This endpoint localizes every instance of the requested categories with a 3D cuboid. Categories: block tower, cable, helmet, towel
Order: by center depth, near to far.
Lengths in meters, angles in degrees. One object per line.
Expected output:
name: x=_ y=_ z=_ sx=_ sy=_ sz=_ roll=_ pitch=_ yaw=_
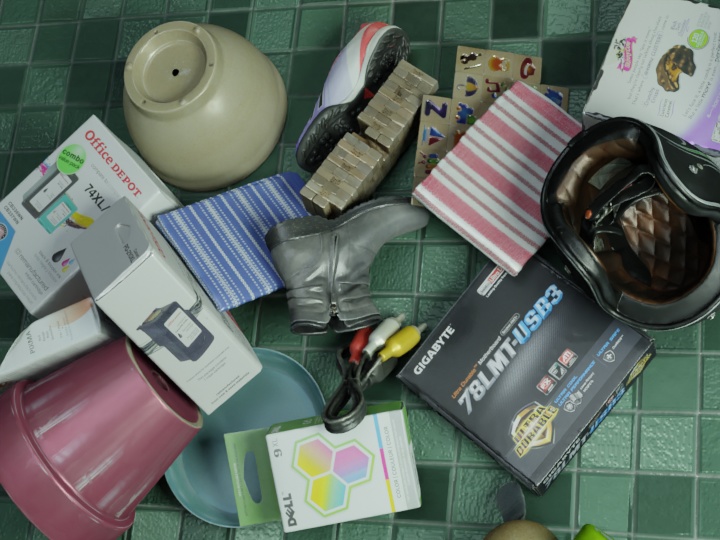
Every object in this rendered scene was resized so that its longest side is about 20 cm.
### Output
helmet: x=0.291 y=-0.041 z=1.362 sx=0.199 sy=0.190 sz=0.201 roll=-33 pitch=37 yaw=29
cable: x=-0.007 y=0.103 z=1.428 sx=0.096 sy=0.200 sz=0.051 roll=-1 pitch=112 yaw=28
towel: x=0.169 y=-0.101 z=1.471 sx=0.146 sy=0.030 sz=0.200 roll=39 pitch=68 yaw=12
towel: x=-0.113 y=-0.035 z=1.519 sx=0.199 sy=0.024 sz=0.145 roll=-21 pitch=60 yaw=-35
block tower: x=0.013 y=-0.142 z=1.547 sx=0.054 sy=0.058 sz=0.201 roll=33 pitch=77 yaw=16

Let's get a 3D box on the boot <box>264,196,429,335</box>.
boot: x=0.000 y=0.000 z=1.486 sx=0.198 sy=0.070 sz=0.133 roll=-15 pitch=71 yaw=-16

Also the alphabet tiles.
alphabet tiles: x=0.148 y=-0.155 z=1.519 sx=0.165 sy=0.008 sz=0.202 roll=8 pitch=71 yaw=-1

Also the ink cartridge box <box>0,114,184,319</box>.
ink cartridge box: x=-0.312 y=-0.042 z=1.578 sx=0.200 sy=0.146 sz=0.147 roll=-44 pitch=64 yaw=-2

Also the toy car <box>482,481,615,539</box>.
toy car: x=0.172 y=0.302 z=1.322 sx=0.165 sy=0.157 sz=0.200 roll=-54 pitch=39 yaw=2

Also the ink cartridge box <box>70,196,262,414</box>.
ink cartridge box: x=-0.210 y=0.037 z=1.462 sx=0.084 sy=0.200 sz=0.145 roll=-39 pitch=34 yaw=-1

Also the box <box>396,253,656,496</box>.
box: x=0.173 y=0.098 z=1.426 sx=0.198 sy=0.050 sz=0.200 roll=38 pitch=84 yaw=25

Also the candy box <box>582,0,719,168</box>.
candy box: x=0.356 y=-0.194 z=1.446 sx=0.198 sy=0.072 sz=0.169 roll=20 pitch=74 yaw=15

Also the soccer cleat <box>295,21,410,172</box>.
soccer cleat: x=-0.019 y=-0.205 z=1.600 sx=0.073 sy=0.068 sz=0.201 roll=29 pitch=84 yaw=49

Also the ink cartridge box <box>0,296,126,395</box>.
ink cartridge box: x=-0.347 y=0.102 z=1.527 sx=0.198 sy=0.162 sz=0.051 roll=-20 pitch=70 yaw=10

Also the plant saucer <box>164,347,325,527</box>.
plant saucer: x=-0.126 y=0.185 z=1.500 sx=0.198 sy=0.027 sz=0.202 roll=-6 pitch=69 yaw=16

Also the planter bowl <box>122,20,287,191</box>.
planter bowl: x=-0.201 y=-0.214 z=1.614 sx=0.198 sy=0.135 sz=0.202 roll=-6 pitch=68 yaw=15

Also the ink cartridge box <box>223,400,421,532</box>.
ink cartridge box: x=-0.042 y=0.207 z=1.409 sx=0.198 sy=0.059 sz=0.105 roll=-10 pitch=94 yaw=4

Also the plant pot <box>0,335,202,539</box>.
plant pot: x=-0.276 y=0.172 z=1.451 sx=0.179 sy=0.200 sz=0.201 roll=-38 pitch=64 yaw=6
